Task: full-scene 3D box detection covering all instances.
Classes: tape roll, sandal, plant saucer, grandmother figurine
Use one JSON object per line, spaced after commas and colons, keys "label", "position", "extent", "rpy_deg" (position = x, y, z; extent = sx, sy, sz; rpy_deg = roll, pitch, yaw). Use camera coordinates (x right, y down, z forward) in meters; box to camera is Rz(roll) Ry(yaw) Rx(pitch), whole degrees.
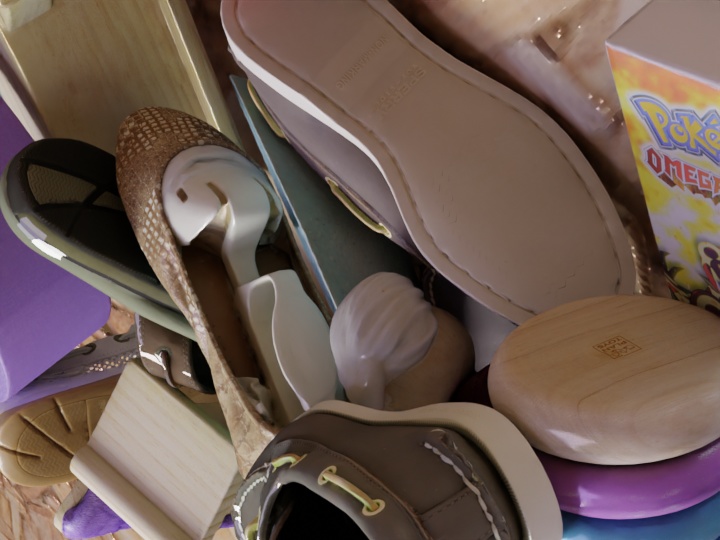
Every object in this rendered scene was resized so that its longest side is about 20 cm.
{"label": "tape roll", "position": [-0.208, -0.035, 0.940], "extent": [0.200, 0.066, 0.200], "rpy_deg": [41, 157, 22]}
{"label": "sandal", "position": [-0.081, 0.014, 0.869], "extent": [0.201, 0.080, 0.057], "rpy_deg": [36, 124, -22]}
{"label": "plant saucer", "position": [0.000, 0.000, 0.849], "extent": [0.201, 0.039, 0.201], "rpy_deg": [156, 90, -87]}
{"label": "grandmother figurine", "position": [0.073, 0.071, 0.724], "extent": [0.200, 0.061, 0.121], "rpy_deg": [36, 125, 3]}

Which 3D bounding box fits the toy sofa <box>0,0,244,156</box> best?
{"label": "toy sofa", "position": [-0.116, -0.086, 0.907], "extent": [0.098, 0.083, 0.200], "rpy_deg": [41, 158, 49]}

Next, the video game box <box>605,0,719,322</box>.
{"label": "video game box", "position": [0.175, 0.017, 0.586], "extent": [0.200, 0.047, 0.182], "rpy_deg": [28, 148, 43]}

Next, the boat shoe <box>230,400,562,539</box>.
{"label": "boat shoe", "position": [-0.007, 0.087, 0.669], "extent": [0.072, 0.060, 0.202], "rpy_deg": [63, 154, -3]}

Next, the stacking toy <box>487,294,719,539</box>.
{"label": "stacking toy", "position": [0.091, 0.113, 0.659], "extent": [0.085, 0.085, 0.200], "rpy_deg": [25, 130, 47]}

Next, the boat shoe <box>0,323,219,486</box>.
{"label": "boat shoe", "position": [-0.103, 0.055, 1.017], "extent": [0.069, 0.200, 0.071], "rpy_deg": [45, 136, 50]}

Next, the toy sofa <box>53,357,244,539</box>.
{"label": "toy sofa", "position": [-0.047, 0.104, 0.952], "extent": [0.083, 0.098, 0.200], "rpy_deg": [36, -164, 29]}

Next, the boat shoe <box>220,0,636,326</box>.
{"label": "boat shoe", "position": [0.025, -0.042, 0.749], "extent": [0.200, 0.072, 0.060], "rpy_deg": [42, 166, 17]}

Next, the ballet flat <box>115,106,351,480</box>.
{"label": "ballet flat", "position": [-0.043, 0.003, 0.803], "extent": [0.200, 0.070, 0.065], "rpy_deg": [63, 150, 19]}

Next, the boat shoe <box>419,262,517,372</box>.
{"label": "boat shoe", "position": [0.085, 0.073, 0.785], "extent": [0.072, 0.072, 0.200], "rpy_deg": [-23, 106, 43]}
